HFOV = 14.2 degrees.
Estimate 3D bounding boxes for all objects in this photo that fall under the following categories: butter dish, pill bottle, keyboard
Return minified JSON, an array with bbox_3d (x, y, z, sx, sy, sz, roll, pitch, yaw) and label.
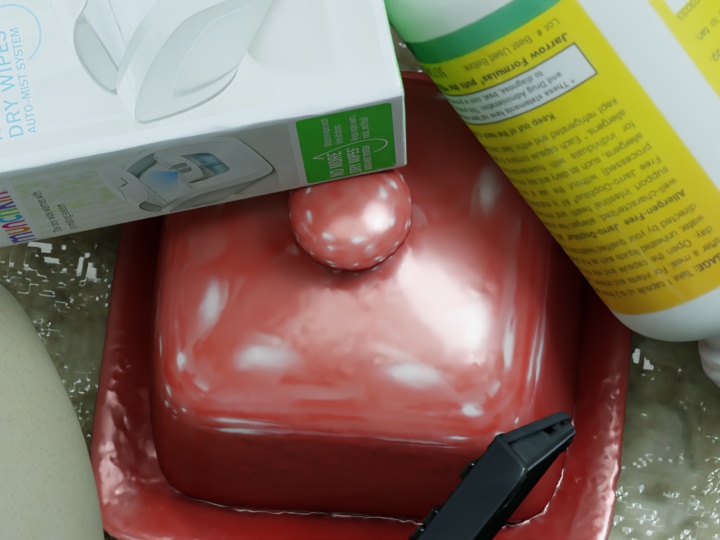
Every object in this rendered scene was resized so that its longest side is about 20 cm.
[{"bbox_3d":[0.000,0.000,1.045,0.200,0.148,0.200,5,72,5],"label":"butter dish"},{"bbox_3d":[0.108,-0.048,0.978,0.113,0.113,0.200,-42,107,-10],"label":"pill bottle"},{"bbox_3d":[-0.005,0.132,0.969,0.021,0.127,0.200,39,109,9],"label":"keyboard"}]

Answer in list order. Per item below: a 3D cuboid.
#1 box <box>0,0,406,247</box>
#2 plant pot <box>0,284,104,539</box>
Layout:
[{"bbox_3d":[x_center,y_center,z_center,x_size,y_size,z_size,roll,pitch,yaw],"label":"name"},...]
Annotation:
[{"bbox_3d":[-0.089,-0.121,0.958,0.176,0.097,0.200,-10,77,-1],"label":"box"},{"bbox_3d":[-0.178,0.067,1.013,0.200,0.200,0.135,7,67,6],"label":"plant pot"}]
